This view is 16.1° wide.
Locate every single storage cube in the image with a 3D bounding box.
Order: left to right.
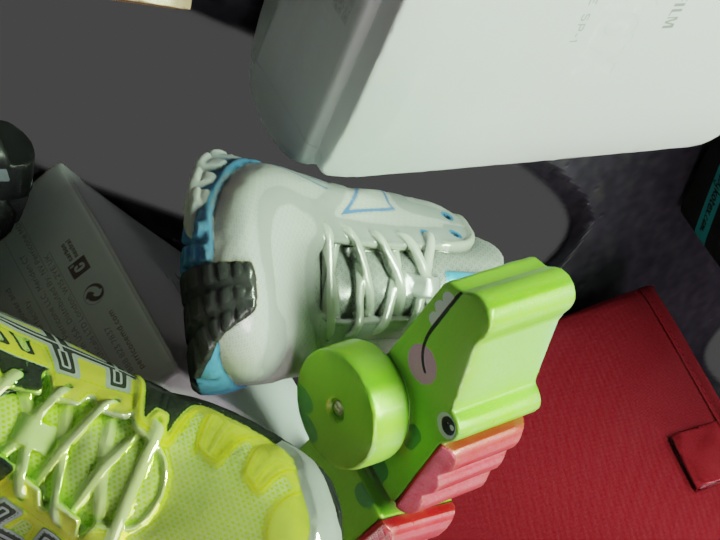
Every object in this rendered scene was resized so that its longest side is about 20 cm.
[{"bbox_3d":[0.070,0.145,1.012,0.179,0.200,0.171,-18,145,-9],"label":"storage cube"}]

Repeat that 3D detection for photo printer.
[{"bbox_3d":[0.078,-0.109,0.810,0.199,0.070,0.167,-6,138,-33],"label":"photo printer"}]

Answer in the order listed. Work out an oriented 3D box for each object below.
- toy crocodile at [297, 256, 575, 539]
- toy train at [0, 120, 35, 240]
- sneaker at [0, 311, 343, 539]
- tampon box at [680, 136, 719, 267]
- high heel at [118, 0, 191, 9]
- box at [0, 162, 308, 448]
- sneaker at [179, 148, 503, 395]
[{"bbox_3d":[0.005,0.064,0.784,0.067,0.062,0.200,-14,153,-43],"label":"toy crocodile"},{"bbox_3d":[-0.183,-0.028,0.736,0.199,0.034,0.046,-3,134,-36],"label":"toy train"},{"bbox_3d":[-0.099,0.053,0.739,0.076,0.199,0.076,-68,158,-7],"label":"sneaker"},{"bbox_3d":[0.239,-0.013,0.940,0.126,0.200,0.150,-11,141,-28],"label":"tampon box"},{"bbox_3d":[-0.123,-0.129,0.657,0.199,0.067,0.096,8,94,-24],"label":"high heel"},{"bbox_3d":[-0.125,0.080,0.860,0.200,0.098,0.124,-38,146,8],"label":"box"},{"bbox_3d":[0.000,0.000,0.811,0.086,0.075,0.200,2,-177,14],"label":"sneaker"}]
